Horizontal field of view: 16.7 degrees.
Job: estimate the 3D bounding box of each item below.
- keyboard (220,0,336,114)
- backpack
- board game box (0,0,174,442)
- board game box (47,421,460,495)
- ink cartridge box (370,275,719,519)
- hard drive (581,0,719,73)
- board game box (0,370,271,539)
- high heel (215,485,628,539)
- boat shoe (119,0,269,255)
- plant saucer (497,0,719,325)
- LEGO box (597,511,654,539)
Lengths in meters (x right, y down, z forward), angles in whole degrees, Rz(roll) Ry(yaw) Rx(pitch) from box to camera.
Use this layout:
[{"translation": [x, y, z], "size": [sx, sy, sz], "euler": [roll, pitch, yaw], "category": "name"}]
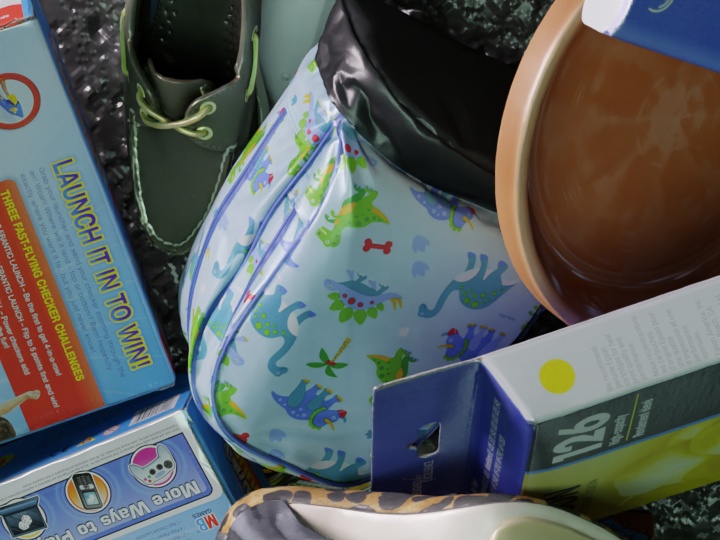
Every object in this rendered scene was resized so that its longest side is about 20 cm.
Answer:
[{"translation": [-0.020, -0.141, 1.125], "size": [0.056, 0.011, 0.200], "euler": [21, 113, 6], "category": "keyboard"}, {"translation": [0.000, 0.000, 1.112], "size": [0.163, 0.154, 0.200], "euler": [27, 130, -31], "category": "backpack"}, {"translation": [-0.210, -0.009, 1.128], "size": [0.196, 0.056, 0.200], "euler": [-19, 119, -2], "category": "board game box"}, {"translation": [-0.049, 0.113, 1.221], "size": [0.200, 0.023, 0.105], "euler": [-5, 112, 10], "category": "board game box"}, {"translation": [0.105, 0.067, 1.067], "size": [0.200, 0.198, 0.047], "euler": [-20, 71, -6], "category": "ink cartridge box"}, {"translation": [0.191, -0.137, 1.007], "size": [0.200, 0.025, 0.132], "euler": [12, 106, -40], "category": "hard drive"}, {"translation": [-0.122, 0.173, 1.213], "size": [0.200, 0.056, 0.196], "euler": [-22, 107, 16], "category": "board game box"}, {"translation": [0.038, 0.129, 1.104], "size": [0.200, 0.143, 0.072], "euler": [7, 89, -15], "category": "high heel"}, {"translation": [-0.078, -0.096, 1.118], "size": [0.072, 0.060, 0.202], "euler": [16, 113, 16], "category": "boat shoe"}, {"translation": [0.139, -0.064, 1.055], "size": [0.200, 0.032, 0.201], "euler": [-16, 120, -30], "category": "plant saucer"}, {"translation": [0.092, 0.234, 1.177], "size": [0.077, 0.149, 0.200], "euler": [6, 112, 6], "category": "LEGO box"}]
